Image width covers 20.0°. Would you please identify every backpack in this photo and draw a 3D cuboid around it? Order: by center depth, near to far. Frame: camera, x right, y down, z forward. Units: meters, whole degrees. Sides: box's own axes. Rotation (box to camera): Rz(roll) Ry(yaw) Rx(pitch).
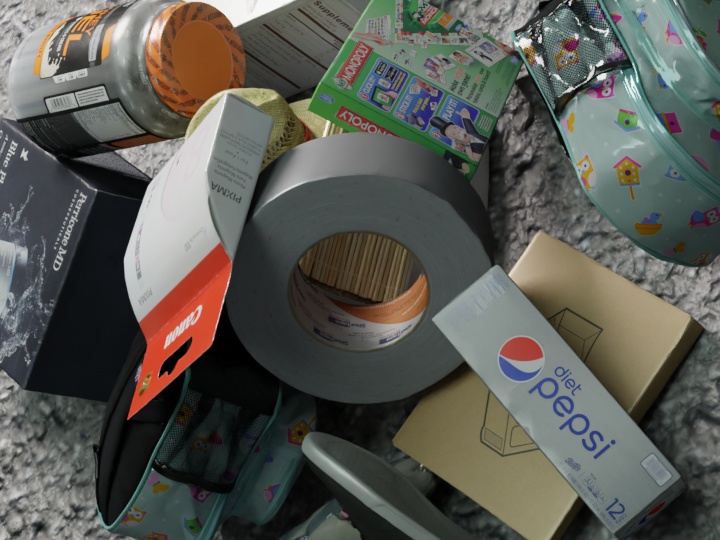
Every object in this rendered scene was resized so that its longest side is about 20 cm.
[{"bbox_3d":[0.221,-0.110,1.447,0.153,0.176,0.200,-32,55,33],"label":"backpack"},{"bbox_3d":[-0.129,0.127,1.641,0.200,0.153,0.176,-56,24,21],"label":"backpack"}]

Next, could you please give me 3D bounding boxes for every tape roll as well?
[{"bbox_3d":[0.000,0.000,1.520,0.200,0.200,0.066,-38,23,23],"label":"tape roll"}]

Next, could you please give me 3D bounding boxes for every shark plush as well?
[{"bbox_3d":[-0.010,0.204,1.606,0.200,0.091,0.083,-41,20,40],"label":"shark plush"}]

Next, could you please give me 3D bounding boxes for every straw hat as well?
[{"bbox_3d":[-0.092,-0.100,1.647,0.201,0.085,0.201,-20,38,17],"label":"straw hat"}]

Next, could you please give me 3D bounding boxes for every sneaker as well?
[{"bbox_3d":[0.017,0.209,1.488,0.099,0.200,0.071,-51,-1,18],"label":"sneaker"}]

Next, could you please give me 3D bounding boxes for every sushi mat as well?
[{"bbox_3d":[0.010,-0.072,1.605,0.012,0.095,0.200,136,151,-67],"label":"sushi mat"}]

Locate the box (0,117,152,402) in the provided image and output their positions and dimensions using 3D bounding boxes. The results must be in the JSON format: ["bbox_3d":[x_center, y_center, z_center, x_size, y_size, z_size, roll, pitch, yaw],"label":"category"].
[{"bbox_3d":[-0.274,-0.011,1.874,0.200,0.117,0.197,33,106,46],"label":"box"}]

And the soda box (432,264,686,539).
[{"bbox_3d":[0.140,0.093,1.431,0.063,0.068,0.200,-41,72,2],"label":"soda box"}]

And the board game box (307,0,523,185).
[{"bbox_3d":[0.048,-0.148,1.596,0.029,0.134,0.200,-62,0,34],"label":"board game box"}]

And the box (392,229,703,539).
[{"bbox_3d":[0.136,0.086,1.510,0.163,0.021,0.200,32,85,41],"label":"box"}]

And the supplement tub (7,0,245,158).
[{"bbox_3d":[-0.199,-0.167,1.754,0.200,0.122,0.123,-7,65,43],"label":"supplement tub"}]

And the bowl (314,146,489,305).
[{"bbox_3d":[0.007,-0.054,1.692,0.199,0.075,0.200,-15,58,37],"label":"bowl"}]

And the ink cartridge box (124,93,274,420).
[{"bbox_3d":[-0.135,-0.010,1.510,0.163,0.057,0.200,-41,25,53],"label":"ink cartridge box"}]

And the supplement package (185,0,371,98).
[{"bbox_3d":[-0.068,-0.238,1.822,0.200,0.117,0.117,-19,55,35],"label":"supplement package"}]
